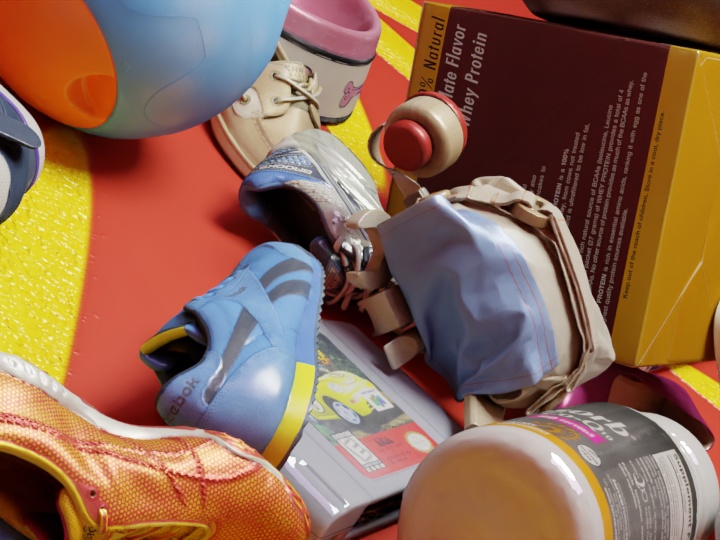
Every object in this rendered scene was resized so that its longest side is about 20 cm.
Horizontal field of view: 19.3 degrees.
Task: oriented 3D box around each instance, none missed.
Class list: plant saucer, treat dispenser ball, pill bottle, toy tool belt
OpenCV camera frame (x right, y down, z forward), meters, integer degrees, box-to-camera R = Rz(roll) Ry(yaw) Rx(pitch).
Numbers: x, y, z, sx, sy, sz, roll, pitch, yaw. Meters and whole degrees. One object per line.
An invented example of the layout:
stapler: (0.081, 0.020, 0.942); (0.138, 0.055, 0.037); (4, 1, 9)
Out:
plant saucer: (0.190, -0.165, 1.375); (0.200, 0.032, 0.200); (13, 4, -1)
treat dispenser ball: (-0.141, -0.180, 1.287); (0.201, 0.201, 0.201); (31, 21, -14)
pill bottle: (0.114, 0.132, 1.139); (0.116, 0.116, 0.200); (44, 22, 21)
toy tool belt: (0.054, 0.000, 1.217); (0.123, 0.125, 0.200); (-32, 92, -49)

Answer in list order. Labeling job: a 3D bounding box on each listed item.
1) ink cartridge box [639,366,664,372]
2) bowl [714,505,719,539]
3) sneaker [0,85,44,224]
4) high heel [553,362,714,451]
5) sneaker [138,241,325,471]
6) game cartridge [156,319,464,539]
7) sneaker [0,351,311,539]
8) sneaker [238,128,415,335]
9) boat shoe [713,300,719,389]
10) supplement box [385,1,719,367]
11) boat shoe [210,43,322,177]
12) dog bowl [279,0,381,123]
ink cartridge box: (0.196, -0.006, 1.664); (0.200, 0.043, 0.196); (42, 23, 21)
bowl: (0.289, 0.181, 1.218); (0.200, 0.075, 0.200); (-25, 98, -33)
sneaker: (-0.257, -0.094, 1.090); (0.200, 0.081, 0.146); (41, 17, -3)
high heel: (0.177, 0.095, 1.374); (0.096, 0.067, 0.200); (30, 16, 14)
sneaker: (-0.065, 0.028, 1.062); (0.078, 0.066, 0.200); (26, 23, -12)
game cartridge: (-0.020, 0.082, 1.153); (0.133, 0.041, 0.200); (39, 21, 19)
sneaker: (-0.112, 0.103, 0.947); (0.200, 0.073, 0.077); (20, 48, -27)
sneaker: (0.000, 0.000, 1.324); (0.200, 0.077, 0.085); (41, 36, 14)
boat shoe: (0.280, 0.108, 1.367); (0.066, 0.200, 0.074); (-2, 11, 37)
supplement box: (0.138, -0.058, 1.373); (0.200, 0.198, 0.133); (15, 8, 32)
boat shoe: (-0.063, -0.118, 1.457); (0.072, 0.065, 0.200); (16, 34, -44)
dog bowl: (-0.070, -0.202, 1.621); (0.200, 0.074, 0.200); (31, 22, -14)
